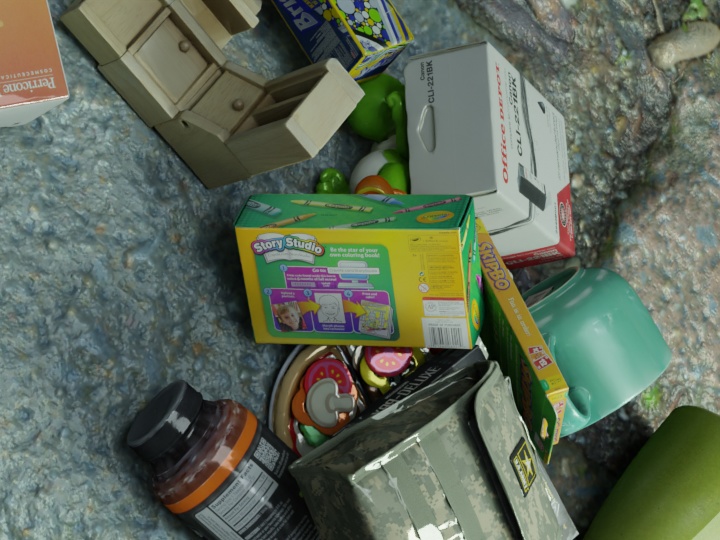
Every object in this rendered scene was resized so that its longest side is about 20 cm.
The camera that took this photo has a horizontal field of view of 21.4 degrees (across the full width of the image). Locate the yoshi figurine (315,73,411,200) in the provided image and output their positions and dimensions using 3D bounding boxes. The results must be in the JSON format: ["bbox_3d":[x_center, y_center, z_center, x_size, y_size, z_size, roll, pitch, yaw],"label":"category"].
[{"bbox_3d":[0.012,-0.105,1.699,0.201,0.111,0.113,-69,157,-50],"label":"yoshi figurine"}]

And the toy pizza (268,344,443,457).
[{"bbox_3d":[0.019,0.132,1.665,0.198,0.032,0.202,0,89,-5],"label":"toy pizza"}]

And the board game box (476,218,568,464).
[{"bbox_3d":[0.130,0.061,1.632,0.030,0.096,0.201,-16,59,-11],"label":"board game box"}]

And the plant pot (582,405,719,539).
[{"bbox_3d":[0.288,0.262,1.780,0.200,0.187,0.188,-39,102,-19],"label":"plant pot"}]

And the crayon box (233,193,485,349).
[{"bbox_3d":[0.000,0.000,1.610,0.058,0.198,0.120,-66,152,-55],"label":"crayon box"}]

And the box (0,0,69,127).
[{"bbox_3d":[-0.338,-0.211,1.513,0.151,0.106,0.202,-14,89,-32],"label":"box"}]

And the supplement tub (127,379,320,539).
[{"bbox_3d":[-0.100,0.181,1.590,0.200,0.107,0.107,44,63,-17],"label":"supplement tub"}]

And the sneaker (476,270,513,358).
[{"bbox_3d":[0.069,0.080,1.736,0.088,0.079,0.202,21,73,-6],"label":"sneaker"}]

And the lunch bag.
[{"bbox_3d":[0.071,0.183,1.521,0.199,0.117,0.165,-30,105,-30],"label":"lunch bag"}]

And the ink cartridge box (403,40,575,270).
[{"bbox_3d":[0.118,-0.100,1.715,0.200,0.083,0.146,31,52,-59],"label":"ink cartridge box"}]

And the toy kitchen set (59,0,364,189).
[{"bbox_3d":[-0.104,-0.207,1.607,0.200,0.180,0.164,49,61,-20],"label":"toy kitchen set"}]

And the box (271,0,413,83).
[{"bbox_3d":[-0.042,-0.262,1.686,0.070,0.064,0.201,-23,77,-43],"label":"box"}]

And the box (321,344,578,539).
[{"bbox_3d":[0.078,0.187,1.619,0.157,0.050,0.201,-37,106,-26],"label":"box"}]

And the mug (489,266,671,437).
[{"bbox_3d":[0.197,0.068,1.741,0.151,0.185,0.115,-33,96,-8],"label":"mug"}]
